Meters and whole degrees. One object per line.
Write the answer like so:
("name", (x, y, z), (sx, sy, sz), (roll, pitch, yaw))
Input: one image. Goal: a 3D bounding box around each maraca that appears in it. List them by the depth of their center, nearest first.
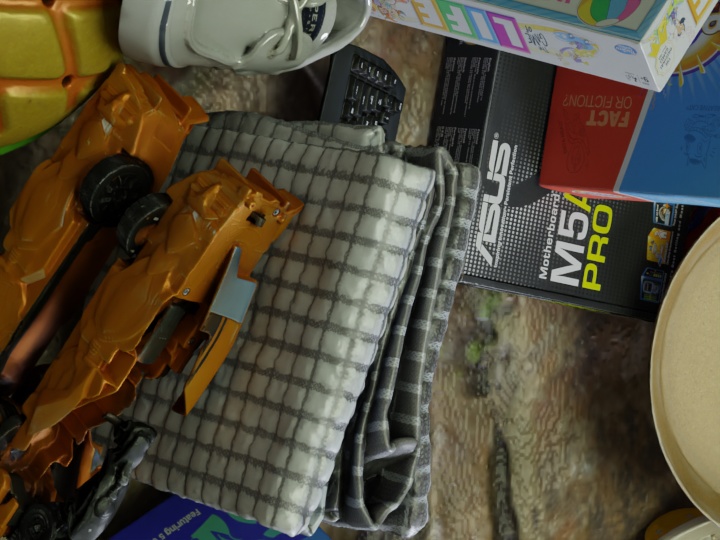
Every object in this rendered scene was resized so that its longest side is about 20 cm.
("maraca", (-0.136, -0.139, 0.887), (0.137, 0.107, 0.201), (35, 87, -42))

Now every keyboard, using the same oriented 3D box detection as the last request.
("keyboard", (0.000, 0.000, 1.041), (0.104, 0.039, 0.202), (18, 84, -66))

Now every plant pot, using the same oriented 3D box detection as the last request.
("plant pot", (0.237, 0.049, 1.181), (0.198, 0.027, 0.202), (-3, 97, -22))

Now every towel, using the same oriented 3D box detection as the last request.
("towel", (-0.038, 0.021, 0.934), (0.085, 0.199, 0.167), (20, 84, -40))

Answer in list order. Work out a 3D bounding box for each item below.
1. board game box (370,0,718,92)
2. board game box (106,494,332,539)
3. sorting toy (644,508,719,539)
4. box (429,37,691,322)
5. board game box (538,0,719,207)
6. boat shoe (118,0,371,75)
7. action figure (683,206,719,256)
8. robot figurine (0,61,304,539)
("board game box", (0.083, -0.165, 1.012), (0.135, 0.199, 0.034), (-55, 141, -20))
("board game box", (-0.045, 0.193, 0.962), (0.152, 0.200, 0.045), (-33, 157, -32))
("sorting toy", (0.196, 0.250, 1.222), (0.200, 0.106, 0.181), (-45, 134, -39))
("box", (0.112, -0.082, 1.144), (0.159, 0.044, 0.202), (12, 87, -40))
("board game box", (0.165, -0.132, 1.056), (0.040, 0.152, 0.202), (10, 88, -38))
("boat shoe", (-0.042, -0.118, 0.928), (0.200, 0.065, 0.074), (-37, 145, -69))
("action figure", (0.227, -0.057, 1.217), (0.099, 0.065, 0.202), (-5, 115, -46))
("robot figurine", (-0.113, 0.026, 0.893), (0.058, 0.145, 0.201), (16, 113, -52))
